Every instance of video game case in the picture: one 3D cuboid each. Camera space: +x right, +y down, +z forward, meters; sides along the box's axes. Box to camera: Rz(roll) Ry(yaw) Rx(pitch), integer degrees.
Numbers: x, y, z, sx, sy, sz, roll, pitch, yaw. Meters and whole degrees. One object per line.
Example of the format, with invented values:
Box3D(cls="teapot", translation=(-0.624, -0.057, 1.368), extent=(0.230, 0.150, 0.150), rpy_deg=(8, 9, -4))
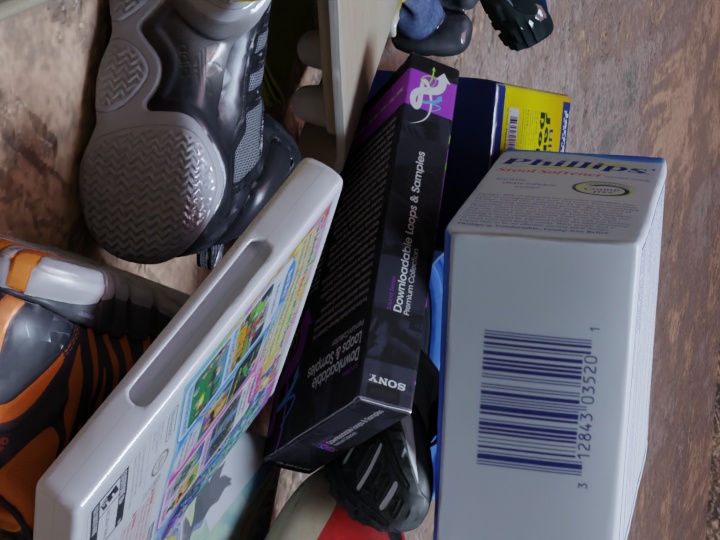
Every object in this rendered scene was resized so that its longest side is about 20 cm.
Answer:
Box3D(cls="video game case", translation=(-0.097, 0.177, 0.870), extent=(0.182, 0.022, 0.202), rpy_deg=(36, 63, -68))
Box3D(cls="video game case", translation=(-0.079, 0.068, 0.709), extent=(0.182, 0.024, 0.200), rpy_deg=(-53, 171, -31))

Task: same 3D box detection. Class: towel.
Box3D(cls="towel", translation=(-0.058, -0.181, 0.865), extent=(0.200, 0.018, 0.086), rpy_deg=(70, 34, -52))

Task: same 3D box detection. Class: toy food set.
Box3D(cls="toy food set", translation=(-0.022, -0.164, 0.891), extent=(0.201, 0.060, 0.144), rpy_deg=(88, 15, -47))

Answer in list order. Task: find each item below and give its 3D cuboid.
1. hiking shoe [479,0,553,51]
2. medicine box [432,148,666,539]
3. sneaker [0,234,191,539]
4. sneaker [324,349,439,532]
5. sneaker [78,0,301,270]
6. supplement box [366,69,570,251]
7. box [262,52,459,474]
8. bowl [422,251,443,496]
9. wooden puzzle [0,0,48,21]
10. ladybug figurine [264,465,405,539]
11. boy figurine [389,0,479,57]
Box3D(cls="hiking shoe", translation=(0.098, -0.222, 0.996), extent=(0.074, 0.086, 0.201), rpy_deg=(56, 21, -54))
Box3D(cls="medicine box", translation=(0.111, 0.042, 0.934), extent=(0.200, 0.102, 0.184), rpy_deg=(-49, 142, -69))
Box3D(cls="sneaker", translation=(-0.128, 0.050, 0.689), extent=(0.200, 0.077, 0.113), rpy_deg=(21, 88, -69))
Box3D(cls="sneaker", translation=(0.021, 0.082, 0.955), extent=(0.074, 0.079, 0.200), rpy_deg=(-61, -161, 21))
Box3D(cls="sneaker", translation=(-0.069, -0.097, 0.787), extent=(0.114, 0.075, 0.202), rpy_deg=(21, 82, -70))
Box3D(cls="supplement box", translation=(0.062, -0.071, 1.101), extent=(0.200, 0.108, 0.110), rpy_deg=(-9, 105, -69))
Box3D(cls="box", translation=(0.000, 0.000, 0.912), extent=(0.143, 0.036, 0.201), rpy_deg=(141, -36, -61))
Box3D(cls="bowl", translation=(0.032, 0.079, 1.151), extent=(0.200, 0.039, 0.202), rpy_deg=(12, 90, -70))
Box3D(cls="wooden puzzle", translation=(-0.130, -0.196, 0.618), extent=(0.185, 0.046, 0.201), rpy_deg=(-45, 138, -60))
Box3D(cls="ladybug figurine", translation=(-0.024, 0.201, 0.926), extent=(0.136, 0.071, 0.201), rpy_deg=(80, 28, -55))
Box3D(cls="boy figurine", translation=(0.026, -0.213, 1.024), extent=(0.200, 0.064, 0.125), rpy_deg=(57, 47, -64))
